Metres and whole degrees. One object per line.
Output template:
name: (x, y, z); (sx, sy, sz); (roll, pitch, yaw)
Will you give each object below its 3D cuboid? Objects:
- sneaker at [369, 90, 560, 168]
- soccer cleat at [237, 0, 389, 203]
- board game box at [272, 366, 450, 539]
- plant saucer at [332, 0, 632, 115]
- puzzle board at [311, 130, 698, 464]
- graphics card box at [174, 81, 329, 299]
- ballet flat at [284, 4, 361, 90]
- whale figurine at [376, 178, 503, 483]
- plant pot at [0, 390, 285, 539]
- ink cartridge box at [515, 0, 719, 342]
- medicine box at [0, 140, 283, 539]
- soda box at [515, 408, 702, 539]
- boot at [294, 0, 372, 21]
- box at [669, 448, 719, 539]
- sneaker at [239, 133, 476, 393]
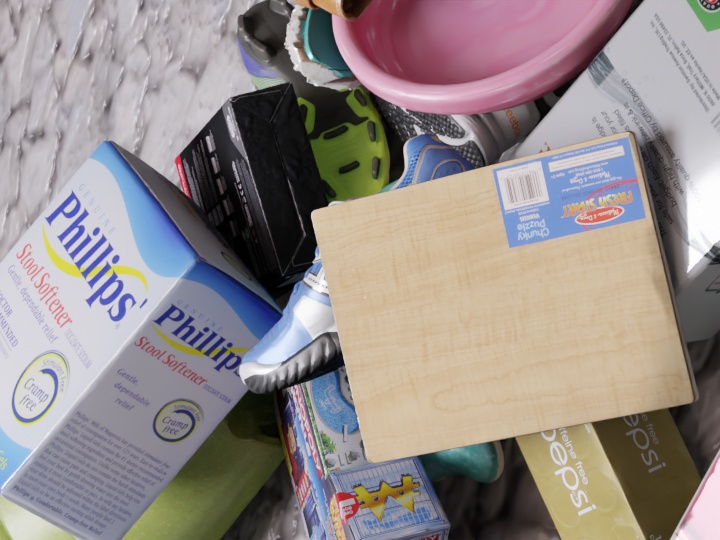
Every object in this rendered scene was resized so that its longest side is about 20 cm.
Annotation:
sneaker: (0.060, -0.121, 1.280); (0.200, 0.080, 0.074); (40, 162, 55)
soccer cleat: (-0.026, -0.108, 1.375); (0.065, 0.084, 0.201); (-29, 57, -1)
board game box: (0.001, 0.143, 1.264); (0.200, 0.061, 0.201); (111, 145, -69)
plant saucer: (0.082, -0.170, 1.194); (0.200, 0.051, 0.201); (-15, 50, 18)
puzzle board: (0.078, 0.018, 1.101); (0.199, 0.017, 0.152); (-13, 89, 24)
graphics card box: (-0.074, -0.046, 1.366); (0.200, 0.051, 0.126); (148, 106, -73)
ballet flat: (-0.006, -0.171, 1.286); (0.071, 0.200, 0.072); (13, 134, 14)
whale figurine: (0.045, 0.036, 1.253); (0.159, 0.103, 0.201); (-4, 85, 49)
plant pot: (-0.144, 0.131, 1.435); (0.190, 0.200, 0.201); (-43, 58, 25)
ink cartridge box: (0.196, -0.073, 1.095); (0.200, 0.083, 0.147); (-49, 55, 36)
medicine box: (-0.169, 0.046, 1.312); (0.200, 0.103, 0.182); (-50, 39, 6)
soda box: (0.130, 0.078, 1.149); (0.068, 0.064, 0.201); (-35, 76, 50)
boot: (-0.023, -0.262, 1.204); (0.154, 0.073, 0.201); (33, 115, 37)
box: (0.256, 0.111, 0.987); (0.109, 0.127, 0.201); (45, 123, 39)
sneaker: (0.000, 0.000, 1.182); (0.200, 0.076, 0.077); (-41, 81, 15)
